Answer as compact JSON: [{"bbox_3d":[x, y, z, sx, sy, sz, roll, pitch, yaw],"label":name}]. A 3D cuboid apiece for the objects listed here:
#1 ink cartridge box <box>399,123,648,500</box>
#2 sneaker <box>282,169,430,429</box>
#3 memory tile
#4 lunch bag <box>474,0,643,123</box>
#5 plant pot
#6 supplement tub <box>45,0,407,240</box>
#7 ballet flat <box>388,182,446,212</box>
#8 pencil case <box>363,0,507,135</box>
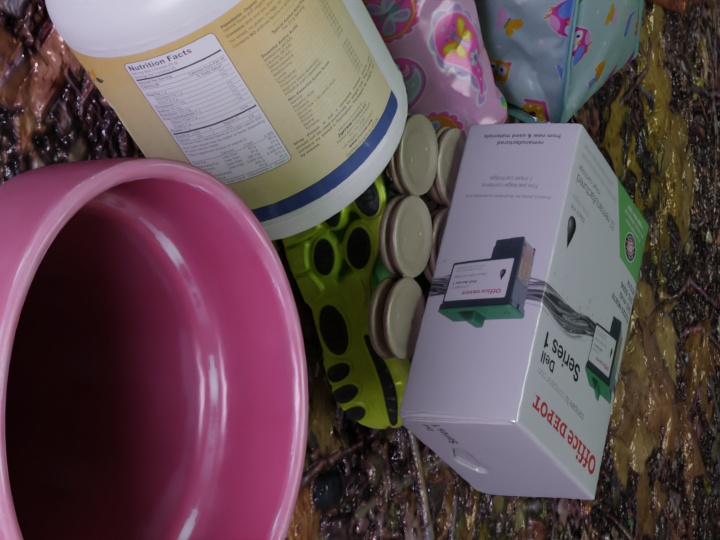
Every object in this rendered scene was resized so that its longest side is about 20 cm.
[{"bbox_3d":[0.109,0.029,1.018,0.146,0.084,0.202,43,55,-52],"label":"ink cartridge box"},{"bbox_3d":[0.000,0.000,1.026,0.084,0.073,0.202,-51,135,-63],"label":"sneaker"},{"bbox_3d":[0.063,-0.014,1.037,0.199,0.017,0.155,9,84,-60],"label":"memory tile"},{"bbox_3d":[0.139,-0.229,1.175,0.170,0.121,0.202,-43,142,-49],"label":"lunch bag"},{"bbox_3d":[-0.147,0.057,0.674,0.199,0.178,0.202,1,88,-58],"label":"plant pot"},{"bbox_3d":[-0.074,-0.129,0.831,0.201,0.143,0.145,58,43,-39],"label":"supplement tub"},{"bbox_3d":[0.084,-0.019,1.153,0.200,0.071,0.073,30,64,-54],"label":"ballet flat"},{"bbox_3d":[0.035,-0.175,1.070,0.088,0.087,0.201,-57,135,-42],"label":"pencil case"}]
